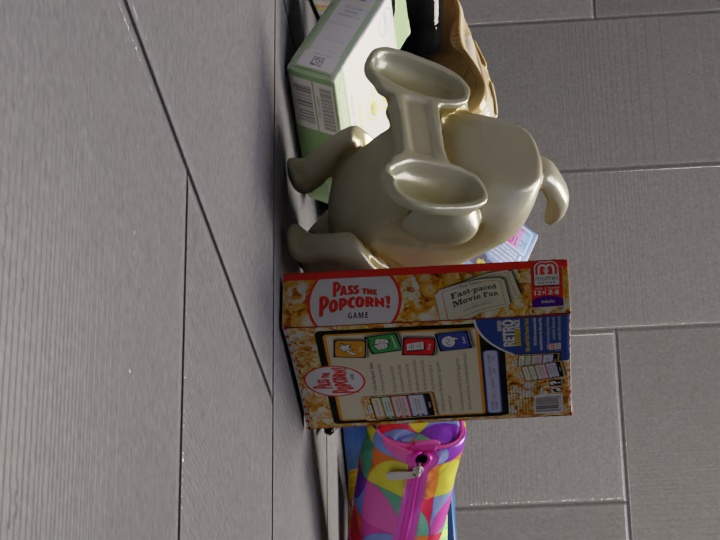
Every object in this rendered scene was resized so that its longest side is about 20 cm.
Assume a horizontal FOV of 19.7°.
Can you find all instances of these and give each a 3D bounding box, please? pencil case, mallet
[{"bbox_3d":[0.030,0.191,1.630,0.089,0.088,0.201,-85,-177,-59],"label":"pencil case"},{"bbox_3d":[0.048,-0.260,1.867,0.200,0.041,0.066,-95,-175,-60],"label":"mallet"}]

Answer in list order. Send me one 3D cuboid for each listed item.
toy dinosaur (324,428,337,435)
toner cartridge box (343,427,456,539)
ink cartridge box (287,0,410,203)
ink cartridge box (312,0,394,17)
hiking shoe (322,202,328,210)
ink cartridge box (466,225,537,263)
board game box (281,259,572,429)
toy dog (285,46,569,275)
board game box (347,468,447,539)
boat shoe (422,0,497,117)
[{"bbox_3d":[0.000,0.060,1.659,0.200,0.101,0.137,-122,-129,-72],"label":"toy dinosaur"},{"bbox_3d":[0.038,0.207,1.879,0.043,0.094,0.201,-82,167,-63],"label":"toner cartridge box"},{"bbox_3d":[0.010,-0.168,1.622,0.201,0.048,0.146,-58,154,-34],"label":"ink cartridge box"},{"bbox_3d":[-0.008,-0.277,1.762,0.200,0.067,0.118,54,34,-82],"label":"ink cartridge box"},{"bbox_3d":[-0.008,-0.118,1.779,0.087,0.074,0.201,52,29,-23],"label":"hiking shoe"},{"bbox_3d":[0.087,0.041,2.102,0.136,0.076,0.201,-34,-153,57],"label":"ink cartridge box"},{"bbox_3d":[0.051,0.055,1.475,0.152,0.198,0.047,81,7,-57],"label":"board game box"},{"bbox_3d":[0.032,-0.042,1.500,0.200,0.193,0.140,-50,-133,44],"label":"toy dog"},{"bbox_3d":[0.032,0.258,1.786,0.030,0.095,0.202,-20,-117,53],"label":"board game box"},{"bbox_3d":[0.075,-0.181,1.853,0.069,0.073,0.201,60,11,-45],"label":"boat shoe"}]
